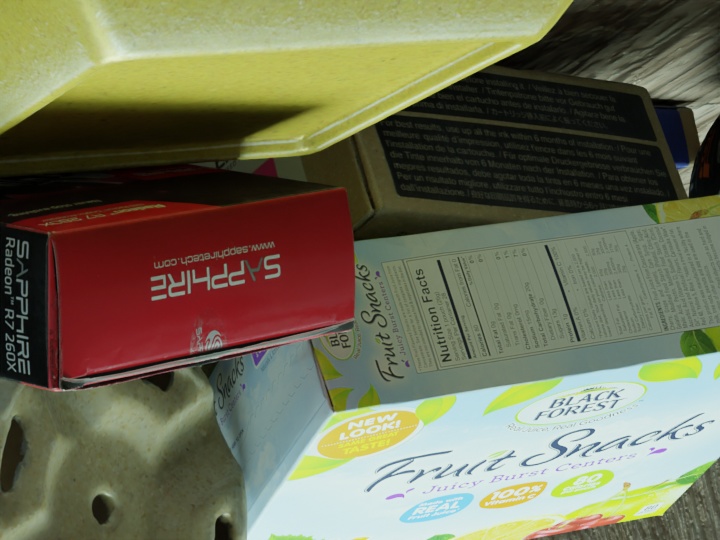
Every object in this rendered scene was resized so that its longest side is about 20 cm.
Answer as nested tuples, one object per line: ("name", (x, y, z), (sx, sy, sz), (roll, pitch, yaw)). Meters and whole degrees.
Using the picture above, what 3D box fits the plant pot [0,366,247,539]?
("plant pot", (-0.148, 0.087, 0.923), (0.183, 0.201, 0.200), (-10, 174, 38))

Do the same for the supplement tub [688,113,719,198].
("supplement tub", (0.198, -0.034, 1.074), (0.122, 0.123, 0.200), (-10, 172, -2))

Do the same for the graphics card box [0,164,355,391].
("graphics card box", (-0.115, -0.008, 0.844), (0.200, 0.051, 0.125), (9, -166, 42))

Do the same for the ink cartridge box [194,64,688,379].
("ink cartridge box", (0.000, 0.000, 1.016), (0.165, 0.075, 0.200), (5, 149, -40))

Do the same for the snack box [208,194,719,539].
("snack box", (0.047, 0.045, 0.968), (0.200, 0.068, 0.169), (-9, 155, -25))

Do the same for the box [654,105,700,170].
("box", (0.042, -0.045, 1.134), (0.121, 0.032, 0.200), (-16, 170, 37))

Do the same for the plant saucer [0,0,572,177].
("plant saucer", (-0.044, -0.068, 0.777), (0.200, 0.049, 0.200), (-6, 172, -31))
